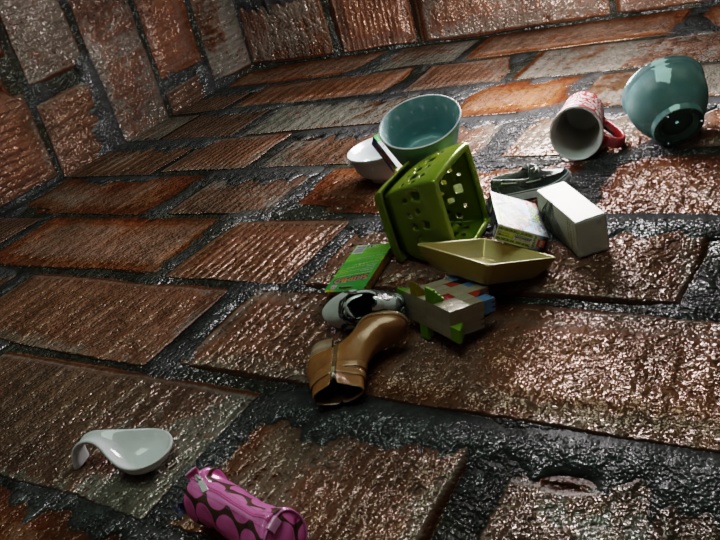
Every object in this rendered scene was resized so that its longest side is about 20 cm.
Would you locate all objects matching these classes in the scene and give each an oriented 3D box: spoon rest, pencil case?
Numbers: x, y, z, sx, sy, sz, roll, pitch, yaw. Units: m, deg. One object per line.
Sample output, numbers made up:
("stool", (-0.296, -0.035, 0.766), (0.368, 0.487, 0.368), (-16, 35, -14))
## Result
("spoon rest", (-0.406, 0.302, 1.325), (0.196, 0.062, 0.100), (-6, 28, 22))
("pencil case", (-0.163, 0.336, 1.080), (0.198, 0.095, 0.090), (10, 36, 41))

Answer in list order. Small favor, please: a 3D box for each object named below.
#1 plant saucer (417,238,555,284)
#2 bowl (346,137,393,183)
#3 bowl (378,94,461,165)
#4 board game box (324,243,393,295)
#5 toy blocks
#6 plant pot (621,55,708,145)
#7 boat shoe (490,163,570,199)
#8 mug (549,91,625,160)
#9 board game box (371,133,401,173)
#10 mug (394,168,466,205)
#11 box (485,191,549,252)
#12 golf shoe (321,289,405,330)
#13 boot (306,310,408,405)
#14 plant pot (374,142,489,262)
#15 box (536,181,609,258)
("plant saucer", (0.240, -0.016, 1.520), (0.197, 0.050, 0.199), (-6, 16, -37))
("bowl", (0.067, -0.303, 2.185), (0.197, 0.092, 0.202), (-13, 27, 7))
("bowl", (0.148, -0.307, 1.835), (0.197, 0.106, 0.203), (-12, 43, 11))
("board game box", (0.000, 0.000, 1.710), (0.094, 0.030, 0.200), (-4, 26, 26))
("toy blocks", (0.175, 0.061, 1.433), (0.135, 0.102, 0.199), (-15, 20, -25))
("plant pot", (0.736, -0.386, 1.871), (0.196, 0.201, 0.136), (-12, 53, 9))
("boat shoe", (0.397, -0.212, 1.837), (0.196, 0.072, 0.072), (-19, 26, -5))
("mug", (0.574, -0.362, 2.008), (0.133, 0.177, 0.200), (-44, 5, 32))
("board game box", (0.138, -0.295, 2.058), (0.134, 0.035, 0.201), (-28, 68, -23))
("mug", (0.193, -0.212, 1.901), (0.185, 0.151, 0.154), (-32, 36, -2))
("box", (0.324, -0.105, 1.647), (0.108, 0.035, 0.201), (14, 25, -3))
("golf shoe", (-0.013, 0.065, 1.479), (0.197, 0.079, 0.094), (-11, -18, 40))
("boot", (-0.002, 0.151, 1.358), (0.196, 0.078, 0.156), (-17, 25, 4))
("plant pot", (0.149, -0.139, 1.708), (0.179, 0.202, 0.200), (-4, 28, 35))
("box", (0.430, -0.106, 1.605), (0.067, 0.084, 0.201), (-17, 25, -3))
